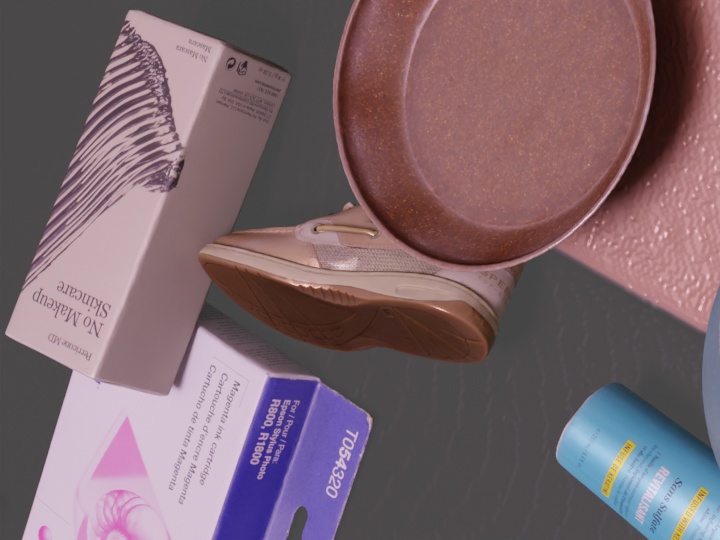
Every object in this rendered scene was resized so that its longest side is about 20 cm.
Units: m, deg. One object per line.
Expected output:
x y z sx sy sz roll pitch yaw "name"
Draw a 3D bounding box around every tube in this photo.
0.184 0.131 1.244 0.200 0.050 0.078 38 123 27 "tube"

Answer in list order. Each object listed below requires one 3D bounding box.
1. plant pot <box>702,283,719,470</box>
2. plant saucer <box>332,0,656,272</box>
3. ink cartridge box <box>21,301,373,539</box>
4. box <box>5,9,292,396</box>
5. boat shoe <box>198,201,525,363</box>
0.233 0.061 1.119 0.135 0.200 0.201 116 133 -67 "plant pot"
0.074 -0.097 1.311 0.200 0.037 0.201 -6 80 38 "plant saucer"
-0.101 0.124 1.488 0.200 0.043 0.197 32 112 36 "ink cartridge box"
-0.119 -0.038 1.444 0.082 0.068 0.201 22 91 36 "box"
0.000 0.000 1.383 0.200 0.072 0.065 8 58 41 "boat shoe"
